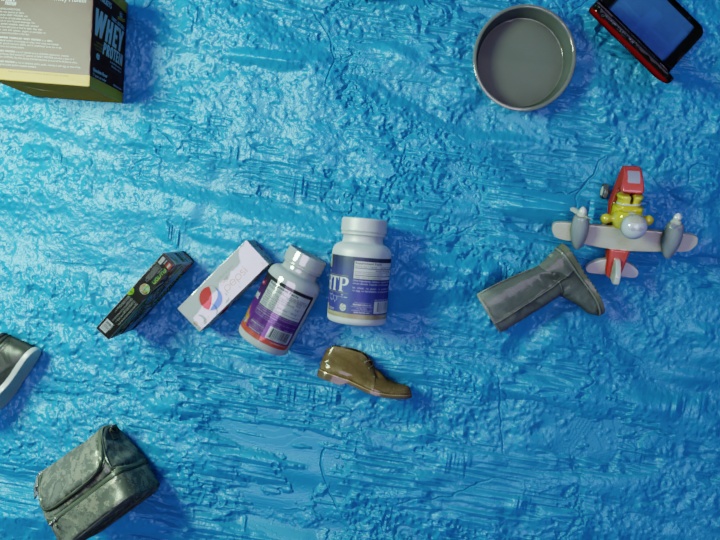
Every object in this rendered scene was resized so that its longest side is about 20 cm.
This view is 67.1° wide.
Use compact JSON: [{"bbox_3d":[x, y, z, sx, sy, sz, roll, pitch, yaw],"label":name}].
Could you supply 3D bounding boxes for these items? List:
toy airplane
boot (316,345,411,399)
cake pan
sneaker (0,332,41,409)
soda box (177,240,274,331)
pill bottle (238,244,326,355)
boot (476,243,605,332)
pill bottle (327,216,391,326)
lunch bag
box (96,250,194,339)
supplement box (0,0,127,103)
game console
[{"bbox_3d":[0.497,-0.070,1.027,0.199,0.141,0.200,-38,88,11],"label":"toy airplane"},{"bbox_3d":[0.015,0.209,1.104,0.198,0.074,0.076,17,84,3],"label":"boot"},{"bbox_3d":[0.317,-0.412,1.065,0.198,0.037,0.203,0,93,2],"label":"cake pan"},{"bbox_3d":[-0.769,0.218,1.135,0.099,0.071,0.201,36,88,1],"label":"sneaker"},{"bbox_3d":[-0.272,0.030,1.103,0.200,0.064,0.068,-44,91,5],"label":"soda box"},{"bbox_3d":[-0.149,0.056,1.076,0.111,0.111,0.201,29,94,0],"label":"pill bottle"},{"bbox_3d":[0.357,0.065,1.078,0.199,0.073,0.182,-37,97,5],"label":"boot"},{"bbox_3d":[0.000,0.000,1.063,0.118,0.120,0.202,5,93,2],"label":"pill bottle"},{"bbox_3d":[-0.546,0.434,1.110,0.199,0.139,0.168,-37,75,3],"label":"lunch bag"},{"bbox_3d":[-0.427,0.045,1.087,0.035,0.110,0.200,43,95,-1],"label":"box"},{"bbox_3d":[-0.577,-0.448,1.049,0.195,0.133,0.202,5,94,2],"label":"supplement box"},{"bbox_3d":[0.542,-0.468,1.017,0.200,0.172,0.119,43,121,-1],"label":"game console"}]
